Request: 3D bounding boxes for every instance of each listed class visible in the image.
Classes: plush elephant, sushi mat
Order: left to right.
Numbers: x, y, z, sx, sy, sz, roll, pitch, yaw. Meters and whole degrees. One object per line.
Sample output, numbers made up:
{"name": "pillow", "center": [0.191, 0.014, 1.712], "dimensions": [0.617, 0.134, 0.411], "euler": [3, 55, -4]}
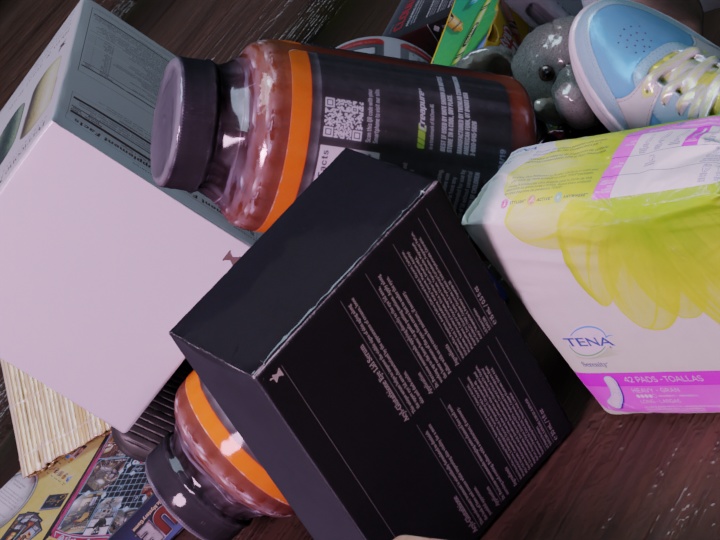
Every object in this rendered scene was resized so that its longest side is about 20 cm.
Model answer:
{"name": "sushi mat", "center": [-0.222, 0.043, 1.527], "dimensions": [0.095, 0.012, 0.201], "euler": [-31, 58, 23]}
{"name": "plush elephant", "center": [0.145, -0.082, 1.246], "dimensions": [0.164, 0.155, 0.200], "euler": [-33, 24, 14]}

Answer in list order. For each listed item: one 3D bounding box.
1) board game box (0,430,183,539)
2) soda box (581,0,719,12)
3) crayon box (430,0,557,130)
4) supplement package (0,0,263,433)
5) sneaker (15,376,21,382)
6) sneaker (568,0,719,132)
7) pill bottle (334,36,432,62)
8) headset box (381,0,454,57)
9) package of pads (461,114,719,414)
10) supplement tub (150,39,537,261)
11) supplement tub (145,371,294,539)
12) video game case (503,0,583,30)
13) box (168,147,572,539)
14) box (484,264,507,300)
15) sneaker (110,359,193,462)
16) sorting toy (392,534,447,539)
{"name": "board game box", "center": [-0.187, 0.162, 1.449], "dimensions": [0.135, 0.035, 0.200], "euler": [-45, 23, -13]}
{"name": "soda box", "center": [0.228, -0.202, 1.359], "dimensions": [0.199, 0.064, 0.068], "euler": [-22, 11, -37]}
{"name": "crayon box", "center": [0.100, -0.101, 1.390], "dimensions": [0.058, 0.119, 0.200], "euler": [-31, 24, 34]}
{"name": "supplement package", "center": [-0.159, -0.039, 1.320], "dimensions": [0.152, 0.150, 0.200], "euler": [-50, 19, 21]}
{"name": "sneaker", "center": [-0.203, 0.054, 1.618], "dimensions": [0.091, 0.078, 0.200], "euler": [-21, 22, 15]}
{"name": "sneaker", "center": [0.190, -0.092, 1.107], "dimensions": [0.079, 0.200, 0.131], "euler": [-41, -17, -13]}
{"name": "pill bottle", "center": [0.011, -0.074, 1.483], "dimensions": [0.116, 0.116, 0.200], "euler": [-31, 24, 17]}
{"name": "headset box", "center": [0.111, -0.212, 1.637], "dimensions": [0.199, 0.075, 0.149], "euler": [-20, 30, 38]}
{"name": "package of pads", "center": [0.161, 0.000, 1.075], "dimensions": [0.200, 0.155, 0.068], "euler": [-7, 38, 52]}
{"name": "supplement tub", "center": [-0.011, -0.068, 1.168], "dimensions": [0.107, 0.199, 0.108], "euler": [-172, 90, -74]}
{"name": "supplement tub", "center": [-0.036, 0.071, 1.264], "dimensions": [0.200, 0.107, 0.107], "euler": [-44, 21, 15]}
{"name": "video game case", "center": [0.136, -0.185, 1.415], "dimensions": [0.022, 0.182, 0.200], "euler": [-42, 21, 21]}
{"name": "box", "center": [0.010, 0.059, 1.118], "dimensions": [0.079, 0.200, 0.141], "euler": [21, 61, 44]}
{"name": "box", "center": [0.000, 0.000, 1.361], "dimensions": [0.199, 0.119, 0.042], "euler": [-17, 30, 40]}
{"name": "sneaker", "center": [-0.117, 0.084, 1.413], "dimensions": [0.089, 0.074, 0.200], "euler": [-64, -3, 32]}
{"name": "sorting toy", "center": [0.037, 0.223, 0.959], "dimensions": [0.198, 0.070, 0.200], "euler": [-2, 42, 54]}
